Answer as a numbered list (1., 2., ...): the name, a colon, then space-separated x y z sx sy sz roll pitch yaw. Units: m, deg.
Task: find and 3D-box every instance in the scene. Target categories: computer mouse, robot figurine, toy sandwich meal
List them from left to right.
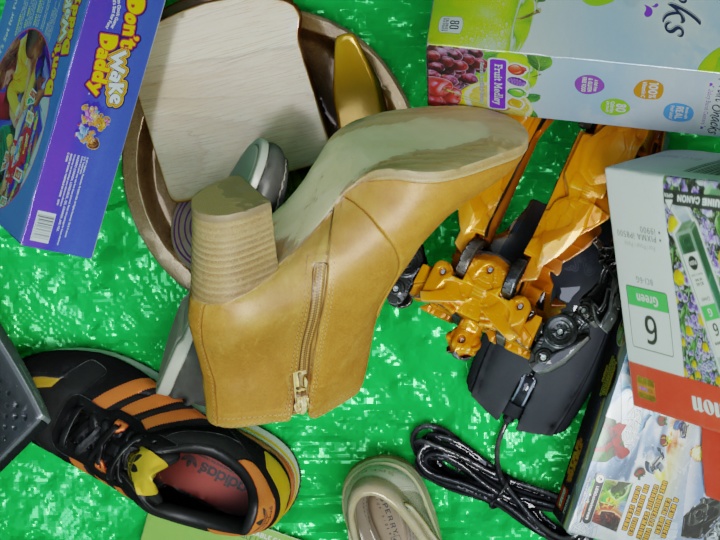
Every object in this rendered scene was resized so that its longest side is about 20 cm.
1. toy sandwich meal: -0.058 -0.069 0.997 0.203 0.070 0.207 1 96 8
2. robot figurine: 0.100 -0.039 0.954 0.144 0.058 0.201 25 85 20
3. computer mouse: 0.128 0.069 0.996 0.140 0.046 0.201 32 99 5

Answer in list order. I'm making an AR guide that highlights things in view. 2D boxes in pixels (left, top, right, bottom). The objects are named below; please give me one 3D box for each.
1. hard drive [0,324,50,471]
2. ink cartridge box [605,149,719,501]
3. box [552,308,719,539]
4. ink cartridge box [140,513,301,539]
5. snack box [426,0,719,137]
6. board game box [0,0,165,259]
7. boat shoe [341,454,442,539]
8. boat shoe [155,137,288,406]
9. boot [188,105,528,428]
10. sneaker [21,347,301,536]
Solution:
1. hard drive: -0.280 0.054 1.034 0.135 0.042 0.200 -44 71 11
2. ink cartridge box: 0.189 0.043 0.881 0.050 0.109 0.202 -15 105 -27
3. box: 0.206 0.068 0.970 0.136 0.040 0.202 16 98 -10
4. ink cartridge box: -0.098 0.257 1.035 0.147 0.076 0.202 18 100 6
5. snack box: 0.144 -0.165 0.921 0.198 0.068 0.170 6 64 6
6. board game box: -0.170 -0.123 0.978 0.044 0.134 0.202 12 100 -32
7. boat shoe: 0.039 0.210 1.011 0.072 0.065 0.202 -20 98 9
8. boat shoe: -0.065 0.005 0.968 0.056 0.067 0.201 15 133 -13
9. boot: 0.000 0.000 0.908 0.200 0.071 0.145 -18 127 -19
10. sneaker: -0.134 0.103 1.016 0.199 0.090 0.071 22 99 6
